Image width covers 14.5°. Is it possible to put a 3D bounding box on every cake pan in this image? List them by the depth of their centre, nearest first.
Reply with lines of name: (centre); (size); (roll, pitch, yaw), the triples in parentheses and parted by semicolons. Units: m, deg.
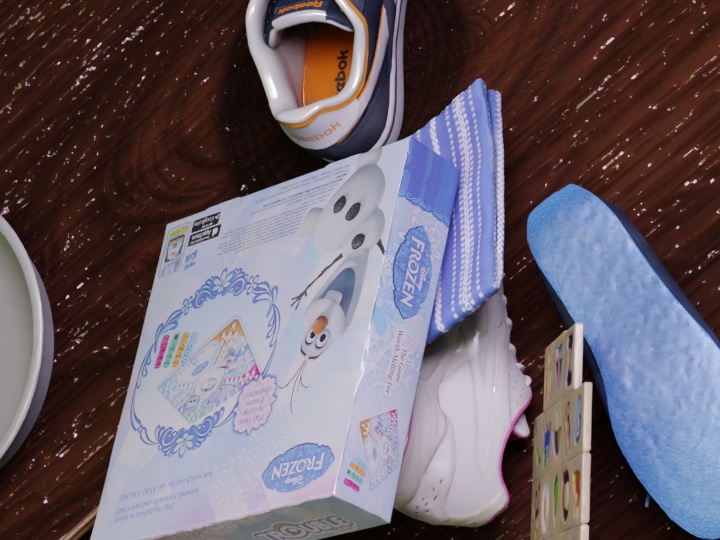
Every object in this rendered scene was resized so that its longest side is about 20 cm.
cake pan: (-0.261, 0.048, 1.666); (0.200, 0.037, 0.201); (-6, 78, 28)

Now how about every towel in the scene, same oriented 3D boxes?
towel: (0.000, 0.000, 1.484); (0.200, 0.024, 0.145); (-35, 38, 35)

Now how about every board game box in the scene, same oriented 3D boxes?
board game box: (-0.046, 0.049, 1.454); (0.200, 0.043, 0.200); (-17, 51, 46)

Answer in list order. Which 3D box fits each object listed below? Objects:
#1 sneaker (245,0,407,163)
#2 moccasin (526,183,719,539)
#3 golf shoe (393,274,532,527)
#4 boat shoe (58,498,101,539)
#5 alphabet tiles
sneaker: (-0.017, -0.161, 1.551); (0.078, 0.079, 0.201); (-12, 73, 27)
moccasin: (0.155, 0.044, 1.425); (0.080, 0.068, 0.200); (-27, 69, 13)
golf shoe: (0.051, 0.044, 1.485); (0.075, 0.091, 0.201); (-27, 43, 56)
boat shoe: (-0.107, 0.143, 1.544); (0.200, 0.072, 0.076); (-43, 64, 15)
alphabet tiles: (0.098, 0.131, 1.395); (0.006, 0.166, 0.201); (3, 80, -5)
